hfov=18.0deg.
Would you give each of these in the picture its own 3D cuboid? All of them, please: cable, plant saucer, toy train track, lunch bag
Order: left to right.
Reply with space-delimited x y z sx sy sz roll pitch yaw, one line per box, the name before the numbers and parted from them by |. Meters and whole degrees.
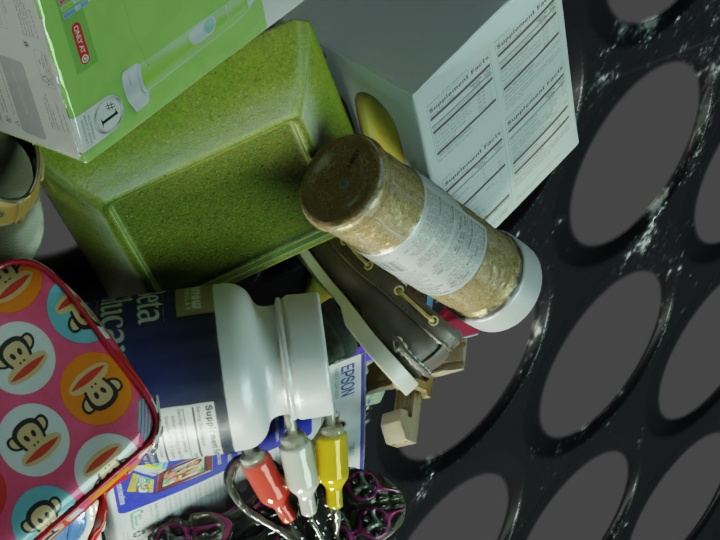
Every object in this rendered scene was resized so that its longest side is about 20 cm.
lunch bag | -0.222 0.109 1.382 0.200 0.176 0.082 -38 -178 -8
plant saucer | -0.093 -0.051 1.489 0.200 0.048 0.200 -25 146 -1
cable | -0.032 0.190 1.600 0.097 0.200 0.050 -19 -169 5
toy train track | 0.032 0.026 1.637 0.032 0.115 0.201 20 66 -32

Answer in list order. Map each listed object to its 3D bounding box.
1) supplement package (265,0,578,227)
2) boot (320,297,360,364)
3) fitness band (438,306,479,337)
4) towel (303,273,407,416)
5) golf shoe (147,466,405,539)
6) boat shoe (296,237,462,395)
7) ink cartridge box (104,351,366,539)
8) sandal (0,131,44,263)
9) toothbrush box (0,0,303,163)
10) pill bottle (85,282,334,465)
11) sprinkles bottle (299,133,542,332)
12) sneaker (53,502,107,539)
supplement package | 0.043 -0.138 1.588 0.151 0.152 0.200 -45 149 -21
boot | -0.065 0.049 1.665 0.130 0.068 0.200 -29 152 -11
fitness band | 0.040 -0.013 1.758 0.200 0.037 0.144 -7 88 -56
towel | -0.006 0.042 1.823 0.143 0.023 0.200 -17 131 -50
golf shoe | -0.063 0.197 1.678 0.199 0.073 0.092 -16 160 1
boat shoe | 0.000 0.000 1.605 0.059 0.200 0.072 -39 143 3
ink cartridge box | -0.095 0.125 1.640 0.200 0.047 0.198 -23 152 -14
sandal | -0.219 -0.068 1.363 0.080 0.054 0.200 -36 145 -32
toothbrush box | -0.134 -0.180 1.315 0.200 0.086 0.146 -40 134 -32
pill bottle | -0.120 0.068 1.489 0.199 0.111 0.111 -8 138 -2
sprinkles bottle | 0.043 -0.022 1.506 0.200 0.068 0.068 32 91 -48
sneaker | -0.227 0.187 1.595 0.089 0.079 0.200 -14 146 -14
